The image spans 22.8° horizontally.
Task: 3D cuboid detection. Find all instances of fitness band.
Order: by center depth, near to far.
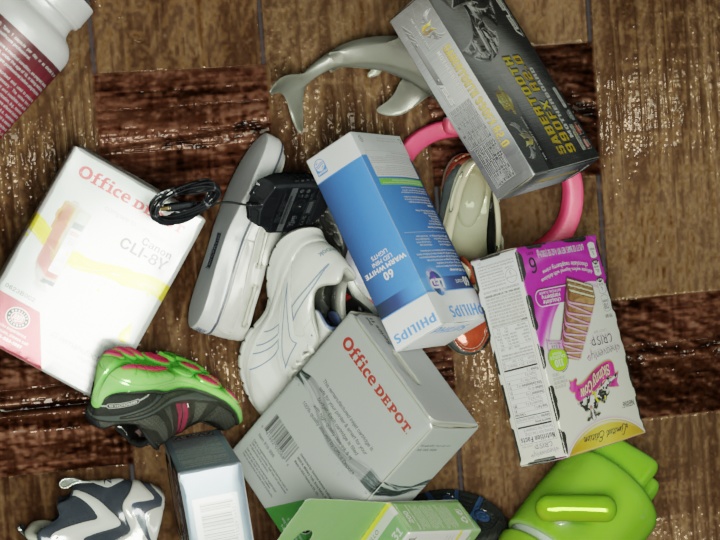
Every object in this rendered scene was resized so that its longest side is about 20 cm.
[{"bbox_3d":[0.123,-0.076,1.769,0.199,0.037,0.145,8,95,-10],"label":"fitness band"}]

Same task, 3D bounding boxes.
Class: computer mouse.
[{"bbox_3d":[-0.111,-0.066,1.638,0.199,0.034,0.059,-2,129,-40],"label":"computer mouse"}]

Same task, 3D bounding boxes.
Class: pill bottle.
[{"bbox_3d":[-0.342,-0.193,1.636,0.113,0.113,0.200,42,86,-10],"label":"pill bottle"}]

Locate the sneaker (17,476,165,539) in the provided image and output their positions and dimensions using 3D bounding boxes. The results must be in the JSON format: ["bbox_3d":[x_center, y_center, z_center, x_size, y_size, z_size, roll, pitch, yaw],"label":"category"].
[{"bbox_3d":[-0.271,0.289,1.696,0.129,0.079,0.200,16,90,-9],"label":"sneaker"}]

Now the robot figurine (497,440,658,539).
[{"bbox_3d":[0.211,0.257,1.751,0.115,0.176,0.200,32,67,26],"label":"robot figurine"}]

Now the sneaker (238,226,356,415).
[{"bbox_3d":[-0.059,0.062,1.693,0.074,0.087,0.201,-8,121,-38],"label":"sneaker"}]

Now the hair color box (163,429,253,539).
[{"bbox_3d":[-0.141,0.214,1.653,0.060,0.200,0.100,-9,95,-9],"label":"hair color box"}]

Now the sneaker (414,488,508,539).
[{"bbox_3d":[0.052,0.276,1.767,0.199,0.076,0.077,-12,136,-19],"label":"sneaker"}]

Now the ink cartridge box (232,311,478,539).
[{"bbox_3d":[-0.007,0.158,1.664,0.200,0.083,0.147,-49,60,23],"label":"ink cartridge box"}]

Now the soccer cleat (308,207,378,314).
[{"bbox_3d":[0.000,0.000,1.743,0.073,0.068,0.201,-28,89,-42],"label":"soccer cleat"}]

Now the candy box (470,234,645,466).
[{"bbox_3d":[0.189,0.074,1.694,0.136,0.061,0.201,-10,85,-48],"label":"candy box"}]

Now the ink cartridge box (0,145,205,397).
[{"bbox_3d":[-0.256,0.001,1.678,0.145,0.083,0.201,29,88,-11],"label":"ink cartridge box"}]

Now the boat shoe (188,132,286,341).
[{"bbox_3d":[-0.103,-0.029,1.713,0.065,0.072,0.201,19,87,-21],"label":"boat shoe"}]

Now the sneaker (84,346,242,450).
[{"bbox_3d":[-0.188,0.124,1.669,0.200,0.077,0.084,19,104,-53],"label":"sneaker"}]

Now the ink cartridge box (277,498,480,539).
[{"bbox_3d":[-0.002,0.273,1.628,0.199,0.048,0.146,7,125,-46],"label":"ink cartridge box"}]

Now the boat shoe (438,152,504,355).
[{"bbox_3d":[0.107,-0.014,1.724,0.071,0.063,0.201,0,98,-12],"label":"boat shoe"}]

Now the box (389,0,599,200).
[{"bbox_3d":[0.129,-0.170,1.680,0.048,0.158,0.201,-35,80,29],"label":"box"}]

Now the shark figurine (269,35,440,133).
[{"bbox_3d":[0.022,-0.203,1.709,0.213,0.090,0.129,3,72,-2],"label":"shark figurine"}]

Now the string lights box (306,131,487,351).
[{"bbox_3d":[0.036,-0.028,1.671,0.059,0.103,0.201,-31,76,26],"label":"string lights box"}]
